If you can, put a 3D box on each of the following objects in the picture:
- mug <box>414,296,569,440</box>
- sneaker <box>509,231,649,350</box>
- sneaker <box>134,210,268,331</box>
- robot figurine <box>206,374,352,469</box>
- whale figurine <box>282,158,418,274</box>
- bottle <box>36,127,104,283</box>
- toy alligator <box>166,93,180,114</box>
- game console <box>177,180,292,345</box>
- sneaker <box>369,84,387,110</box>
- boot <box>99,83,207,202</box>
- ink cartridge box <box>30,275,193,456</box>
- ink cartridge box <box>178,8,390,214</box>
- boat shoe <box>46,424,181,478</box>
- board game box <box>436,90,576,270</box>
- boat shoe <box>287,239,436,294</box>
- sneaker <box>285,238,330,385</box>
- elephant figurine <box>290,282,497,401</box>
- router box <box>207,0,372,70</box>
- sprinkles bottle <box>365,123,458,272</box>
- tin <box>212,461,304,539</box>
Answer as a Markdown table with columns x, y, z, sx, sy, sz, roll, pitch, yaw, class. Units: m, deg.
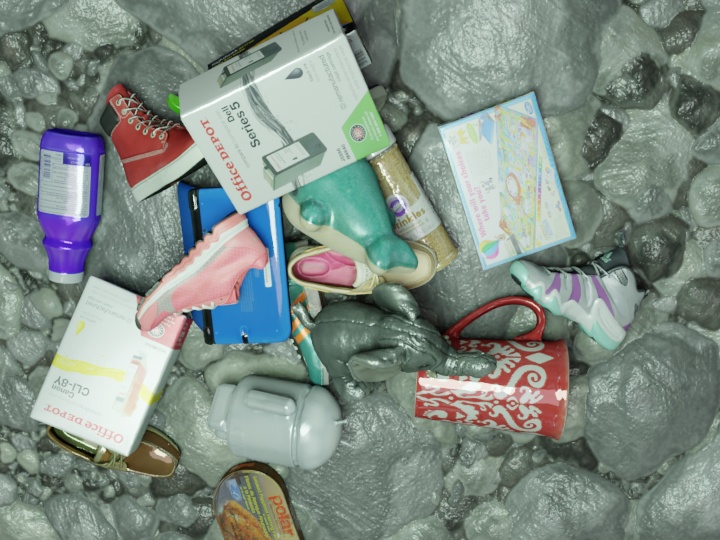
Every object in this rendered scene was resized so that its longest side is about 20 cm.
| x | y | z | sx | sy | sz | roll | pitch | yaw | class |
| --- | --- | --- | --- | --- | --- | --- | --- | --- | --- |
| 0.176 | 0.137 | 1.117 | 0.196 | 0.180 | 0.135 | 3 | 140 | 6 | mug |
| 0.303 | 0.002 | 1.086 | 0.198 | 0.078 | 0.141 | 31 | 98 | -23 | sneaker |
| -0.193 | 0.021 | 0.986 | 0.200 | 0.074 | 0.087 | -42 | 97 | 14 | sneaker |
| -0.109 | 0.209 | 1.122 | 0.196 | 0.170 | 0.115 | 7 | 65 | 13 | robot figurine |
| -0.006 | -0.074 | 0.982 | 0.200 | 0.157 | 0.105 | 43 | 119 | 36 | whale figurine |
| -0.393 | -0.086 | 1.098 | 0.082 | 0.065 | 0.204 | 8 | 104 | 1 | bottle |
| -0.163 | -0.181 | 1.077 | 0.198 | 0.059 | 0.055 | 35 | 60 | -10 | toy alligator |
| -0.170 | -0.016 | 1.072 | 0.167 | 0.118 | 0.204 | -2 | 104 | 8 | game console |
| -0.062 | -0.206 | 1.045 | 0.198 | 0.075 | 0.085 | -28 | 74 | -15 | sneaker |
| -0.259 | -0.182 | 1.031 | 0.198 | 0.072 | 0.146 | -17 | 101 | 43 | boot |
| -0.335 | 0.130 | 1.106 | 0.143 | 0.083 | 0.203 | 23 | 83 | -5 | ink cartridge box |
| -0.085 | -0.175 | 0.915 | 0.197 | 0.085 | 0.147 | -25 | 128 | 6 | ink cartridge box |
| -0.361 | 0.256 | 1.172 | 0.197 | 0.074 | 0.077 | 21 | 104 | -3 | boat shoe |
| 0.195 | -0.119 | 1.083 | 0.132 | 0.034 | 0.203 | -18 | 102 | 6 | board game box |
| 0.000 | 0.000 | 1.040 | 0.196 | 0.069 | 0.075 | -3 | 98 | 6 | boat shoe |
| -0.088 | 0.063 | 1.122 | 0.078 | 0.071 | 0.204 | -11 | 95 | 5 | sneaker |
| 0.040 | 0.083 | 1.005 | 0.198 | 0.153 | 0.144 | -13 | 92 | 50 | elephant figurine |
| -0.093 | -0.256 | 1.002 | 0.197 | 0.150 | 0.051 | -28 | 127 | 8 | router box |
| 0.056 | -0.092 | 1.078 | 0.068 | 0.068 | 0.202 | -30 | 101 | 9 | sprinkles bottle |
| -0.148 | 0.382 | 1.213 | 0.110 | 0.042 | 0.204 | -15 | 102 | 10 | tin |
